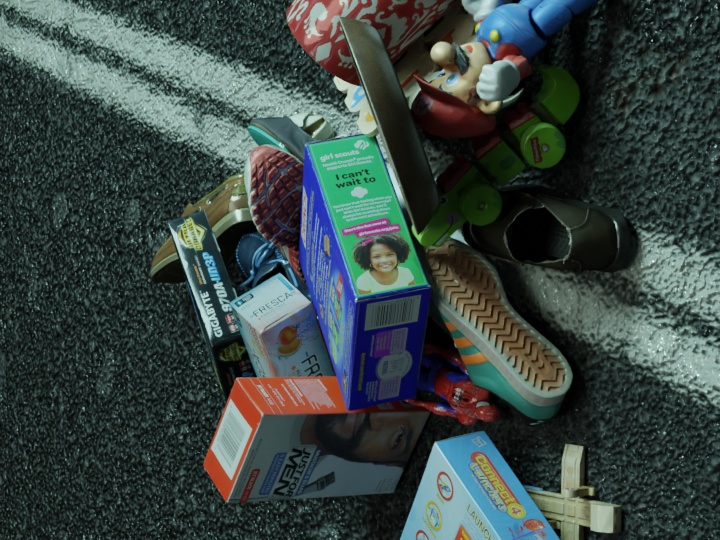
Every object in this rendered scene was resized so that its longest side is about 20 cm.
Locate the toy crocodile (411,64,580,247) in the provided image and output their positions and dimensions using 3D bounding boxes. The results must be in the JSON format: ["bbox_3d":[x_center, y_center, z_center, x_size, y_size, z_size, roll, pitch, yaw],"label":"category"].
[{"bbox_3d":[0.119,-0.099,1.454,0.200,0.062,0.068,-43,21,10],"label":"toy crocodile"}]

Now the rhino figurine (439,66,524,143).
[{"bbox_3d":[0.083,-0.170,1.550,0.200,0.060,0.088,6,77,51],"label":"rhino figurine"}]

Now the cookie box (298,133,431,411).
[{"bbox_3d":[0.000,0.000,1.547,0.171,0.075,0.200,95,161,-50],"label":"cookie box"}]

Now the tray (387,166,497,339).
[{"bbox_3d":[0.061,-0.009,1.600,0.200,0.022,0.108,46,134,43],"label":"tray"}]

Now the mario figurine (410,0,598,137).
[{"bbox_3d":[0.113,-0.202,1.404,0.106,0.123,0.200,42,87,6],"label":"mario figurine"}]

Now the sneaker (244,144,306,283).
[{"bbox_3d":[-0.080,-0.063,1.678,0.082,0.078,0.200,49,170,35],"label":"sneaker"}]

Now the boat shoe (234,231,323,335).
[{"bbox_3d":[-0.087,0.009,1.774,0.200,0.068,0.084,34,117,48],"label":"boat shoe"}]

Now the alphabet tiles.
[{"bbox_3d":[0.059,-0.221,1.551,0.196,0.015,0.200,-44,40,15],"label":"alphabet tiles"}]

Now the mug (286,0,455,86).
[{"bbox_3d":[0.045,-0.275,1.513,0.200,0.177,0.134,-47,68,26],"label":"mug"}]

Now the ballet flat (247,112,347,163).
[{"bbox_3d":[-0.046,-0.124,1.727,0.200,0.073,0.073,41,122,47],"label":"ballet flat"}]

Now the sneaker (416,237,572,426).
[{"bbox_3d":[0.110,0.059,1.489,0.200,0.071,0.080,52,150,23],"label":"sneaker"}]

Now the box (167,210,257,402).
[{"bbox_3d":[-0.156,0.051,1.806,0.200,0.046,0.159,85,165,-63],"label":"box"}]

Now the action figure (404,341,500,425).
[{"bbox_3d":[0.069,0.101,1.586,0.200,0.052,0.066,30,109,47],"label":"action figure"}]

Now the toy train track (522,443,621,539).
[{"bbox_3d":[0.154,0.212,1.480,0.200,0.032,0.115,2,91,54],"label":"toy train track"}]

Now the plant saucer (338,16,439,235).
[{"bbox_3d":[0.028,-0.129,1.412,0.200,0.032,0.201,-21,-90,-88],"label":"plant saucer"}]

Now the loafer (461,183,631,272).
[{"bbox_3d":[0.150,-0.040,1.451,0.200,0.071,0.073,8,97,54],"label":"loafer"}]

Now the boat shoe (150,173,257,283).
[{"bbox_3d":[-0.177,-0.047,1.904,0.200,0.072,0.068,-30,62,39],"label":"boat shoe"}]

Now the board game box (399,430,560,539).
[{"bbox_3d":[0.113,0.286,1.485,0.200,0.056,0.196,56,143,37],"label":"board game box"}]

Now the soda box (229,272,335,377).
[{"bbox_3d":[-0.068,0.103,1.675,0.068,0.063,0.200,41,155,45],"label":"soda box"}]

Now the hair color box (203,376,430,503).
[{"bbox_3d":[-0.042,0.164,1.604,0.064,0.199,0.111,49,127,42],"label":"hair color box"}]
